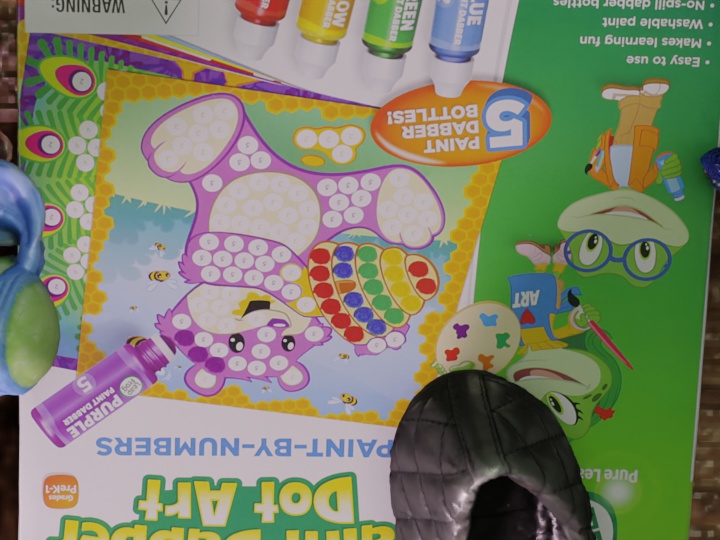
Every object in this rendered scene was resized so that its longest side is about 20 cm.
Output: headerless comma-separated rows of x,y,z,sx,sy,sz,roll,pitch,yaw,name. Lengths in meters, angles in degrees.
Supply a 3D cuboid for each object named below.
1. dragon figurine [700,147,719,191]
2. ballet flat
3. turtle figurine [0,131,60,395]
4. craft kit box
0.178,0.005,0.815,0.200,0.099,0.059,35,93,0,dragon figurine
0.047,0.120,0.826,0.066,0.057,0.200,-15,117,6,ballet flat
-0.186,0.037,0.789,0.194,0.144,0.200,22,115,23,turtle figurine
0.000,0.000,0.830,0.200,0.049,0.198,0,113,-3,craft kit box
